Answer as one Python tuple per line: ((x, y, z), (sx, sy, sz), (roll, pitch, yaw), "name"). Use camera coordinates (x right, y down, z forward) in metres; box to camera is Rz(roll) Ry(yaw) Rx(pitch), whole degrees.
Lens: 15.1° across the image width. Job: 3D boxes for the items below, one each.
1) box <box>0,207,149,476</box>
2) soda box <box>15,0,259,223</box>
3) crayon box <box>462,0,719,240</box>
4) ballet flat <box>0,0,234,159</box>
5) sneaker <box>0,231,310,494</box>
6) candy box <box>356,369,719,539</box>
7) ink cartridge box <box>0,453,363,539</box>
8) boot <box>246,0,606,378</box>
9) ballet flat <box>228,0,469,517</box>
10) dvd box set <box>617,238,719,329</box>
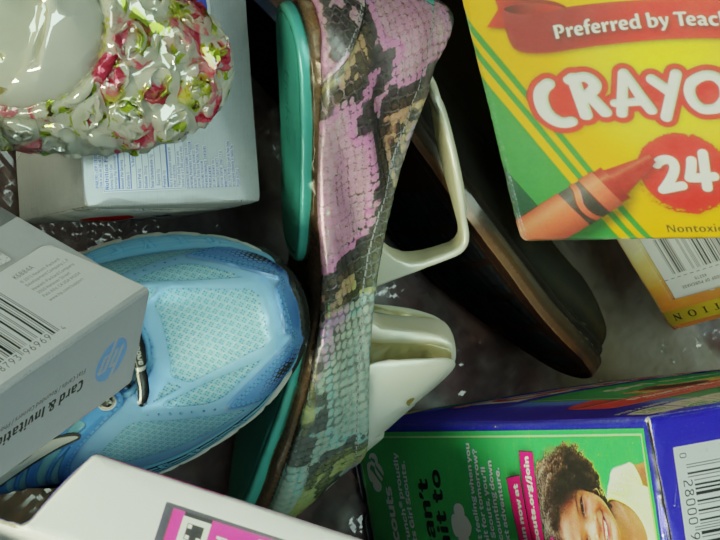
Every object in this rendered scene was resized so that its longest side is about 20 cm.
((-0.186, 0.005, 0.766), (0.200, 0.041, 0.156), (30, 39, 19), "box")
((-0.081, -0.117, 0.905), (0.063, 0.068, 0.200), (-3, 89, -26), "soda box")
((0.095, -0.102, 0.858), (0.051, 0.127, 0.200), (-62, 144, -48), "crayon box")
((-0.139, -0.081, 0.835), (0.200, 0.064, 0.076), (15, 90, 5), "ballet flat")
((-0.110, 0.042, 0.843), (0.200, 0.090, 0.078), (-17, 94, -7), "sneaker")
((0.118, 0.073, 0.919), (0.169, 0.200, 0.077), (-8, 88, -27), "candy box")
((-0.041, 0.101, 0.866), (0.200, 0.095, 0.037), (16, 70, -4), "ink cartridge box")
((0.042, -0.059, 0.960), (0.097, 0.075, 0.200), (-45, 104, -18), "boot")
((0.000, 0.000, 0.903), (0.071, 0.069, 0.200), (2, 113, -13), "ballet flat")
((0.126, -0.078, 0.919), (0.200, 0.146, 0.029), (56, 36, -24), "dvd box set")
